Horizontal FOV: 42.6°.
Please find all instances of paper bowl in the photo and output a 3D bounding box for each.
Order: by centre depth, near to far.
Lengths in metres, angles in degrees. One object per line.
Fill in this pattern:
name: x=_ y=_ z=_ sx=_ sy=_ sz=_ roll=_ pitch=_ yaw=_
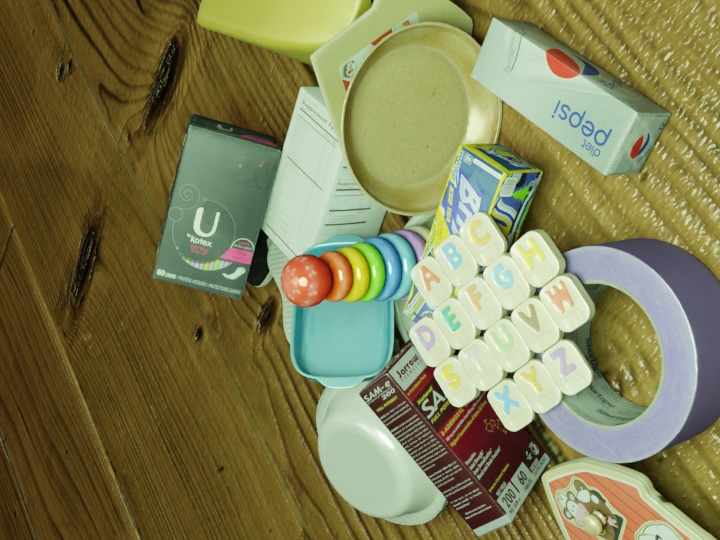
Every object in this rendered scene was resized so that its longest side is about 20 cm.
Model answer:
paper bowl: x=0.029 y=0.212 z=1.107 sx=0.198 sy=0.104 sz=0.204 roll=19 pitch=123 yaw=32

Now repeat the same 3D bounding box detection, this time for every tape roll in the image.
tape roll: x=0.251 y=0.074 z=0.881 sx=0.198 sy=0.084 sz=0.204 roll=12 pitch=105 yaw=47

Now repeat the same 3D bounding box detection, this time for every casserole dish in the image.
casserole dish: x=-0.019 y=0.052 z=1.083 sx=0.039 sy=0.119 sz=0.203 roll=79 pitch=-170 yaw=-58

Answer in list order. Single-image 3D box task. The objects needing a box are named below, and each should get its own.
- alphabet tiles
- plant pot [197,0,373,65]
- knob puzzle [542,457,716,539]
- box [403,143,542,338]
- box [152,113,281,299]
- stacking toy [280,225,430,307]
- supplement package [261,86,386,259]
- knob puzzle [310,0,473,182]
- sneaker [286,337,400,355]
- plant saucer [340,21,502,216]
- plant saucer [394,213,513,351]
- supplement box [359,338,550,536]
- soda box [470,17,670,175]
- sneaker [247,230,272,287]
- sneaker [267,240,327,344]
alphabet tiles: x=0.133 y=0.052 z=0.910 sx=0.200 sy=0.014 sz=0.197 roll=-42 pitch=74 yaw=39
plant pot: x=-0.030 y=-0.322 z=1.050 sx=0.199 sy=0.193 sz=0.198 roll=32 pitch=106 yaw=35
knob puzzle: x=0.249 y=0.266 z=0.895 sx=0.219 sy=0.030 sz=0.222 roll=40 pitch=147 yaw=33
box: x=0.114 y=-0.027 z=0.963 sx=0.070 sy=0.064 sz=0.203 roll=39 pitch=123 yaw=38
box: x=-0.187 y=-0.084 z=1.194 sx=0.106 sy=0.120 sz=0.203 roll=-118 pitch=43 yaw=-71
stacking toy: x=0.000 y=0.000 z=0.995 sx=0.085 sy=0.198 sz=0.087 roll=9 pitch=102 yaw=47
supplement package: x=-0.031 y=-0.113 z=1.157 sx=0.114 sy=0.108 sz=0.202 roll=44 pitch=127 yaw=36
knob puzzle: x=0.041 y=-0.221 z=1.007 sx=0.030 sy=0.217 sz=0.223 roll=40 pitch=124 yaw=39
sneaker: x=-0.029 y=0.114 z=1.219 sx=0.198 sy=0.072 sz=0.072 roll=9 pitch=99 yaw=48
plant saucer: x=0.061 y=-0.162 z=0.985 sx=0.035 sy=0.197 sz=0.204 roll=32 pitch=120 yaw=58
plant saucer: x=0.115 y=0.022 z=1.054 sx=0.198 sy=0.050 sz=0.204 roll=9 pitch=103 yaw=47
supplement box: x=0.103 y=0.169 z=0.996 sx=0.200 sy=0.109 sz=0.061 roll=49 pitch=135 yaw=0
soda box: x=0.202 y=-0.175 z=0.913 sx=0.200 sy=0.063 sz=0.069 roll=46 pitch=127 yaw=34
sneaker: x=-0.167 y=-0.066 z=1.320 sx=0.073 sy=0.111 sz=0.203 roll=38 pitch=123 yaw=40
sneaker: x=-0.050 y=0.037 z=1.198 sx=0.076 sy=0.104 sz=0.202 roll=-49 pitch=41 yaw=26
